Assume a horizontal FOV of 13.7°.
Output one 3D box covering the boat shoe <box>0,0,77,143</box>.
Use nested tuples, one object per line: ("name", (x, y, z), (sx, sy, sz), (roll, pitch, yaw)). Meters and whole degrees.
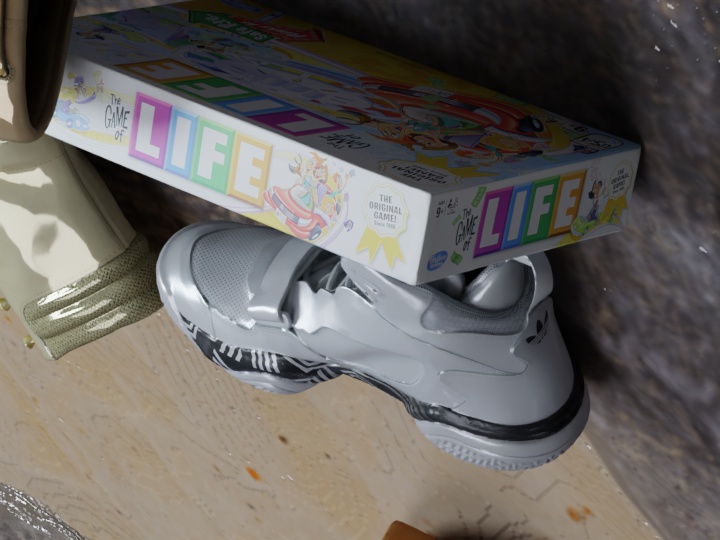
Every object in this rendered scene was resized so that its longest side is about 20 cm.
("boat shoe", (-0.109, -0.145, 1.059), (0.064, 0.201, 0.071), (17, -176, 20))

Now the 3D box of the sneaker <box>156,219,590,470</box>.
("sneaker", (0.000, 0.000, 1.203), (0.199, 0.075, 0.115), (22, 144, 25))

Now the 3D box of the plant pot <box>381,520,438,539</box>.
("plant pot", (0.042, 0.232, 1.353), (0.139, 0.201, 0.200), (22, 148, 4))

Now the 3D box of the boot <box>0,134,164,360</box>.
("boot", (-0.179, -0.030, 1.384), (0.199, 0.073, 0.156), (-11, 118, 50))

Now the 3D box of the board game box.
("board game box", (-0.017, -0.052, 1.093), (0.199, 0.134, 0.034), (23, 112, 32))
